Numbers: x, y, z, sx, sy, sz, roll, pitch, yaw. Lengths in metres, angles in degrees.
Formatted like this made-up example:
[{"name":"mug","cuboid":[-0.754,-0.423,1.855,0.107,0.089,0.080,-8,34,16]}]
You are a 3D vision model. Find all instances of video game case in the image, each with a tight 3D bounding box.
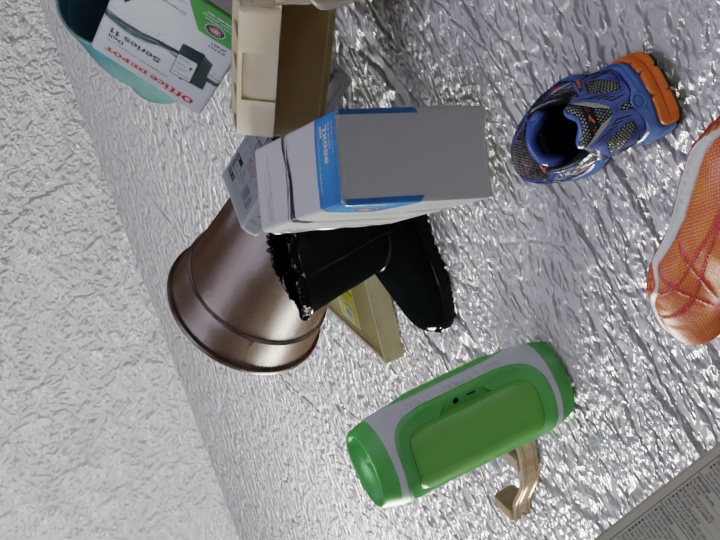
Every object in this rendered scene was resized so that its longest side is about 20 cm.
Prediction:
[{"name":"video game case","cuboid":[-0.080,-0.144,1.428,0.023,0.183,0.200,28,-169,-19]}]

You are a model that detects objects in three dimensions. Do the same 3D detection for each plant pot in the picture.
[{"name":"plant pot","cuboid":[-0.099,-0.016,1.600,0.201,0.199,0.199,59,138,23]},{"name":"plant pot","cuboid":[-0.271,-0.323,1.806,0.201,0.199,0.188,58,176,28]}]

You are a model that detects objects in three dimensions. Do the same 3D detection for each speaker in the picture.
[{"name":"speaker","cuboid":[0.090,0.137,1.236,0.089,0.199,0.089,55,160,32]}]

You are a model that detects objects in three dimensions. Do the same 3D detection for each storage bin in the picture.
[{"name":"storage bin","cuboid":[-0.064,-0.252,1.240,0.200,0.093,0.200,101,174,-61]}]

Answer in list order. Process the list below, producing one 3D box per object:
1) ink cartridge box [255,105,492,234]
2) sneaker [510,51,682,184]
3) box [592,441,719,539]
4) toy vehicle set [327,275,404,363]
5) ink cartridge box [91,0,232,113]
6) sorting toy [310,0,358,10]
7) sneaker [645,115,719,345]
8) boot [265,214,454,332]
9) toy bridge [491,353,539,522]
[{"name":"ink cartridge box","cuboid":[0.005,-0.088,1.238,0.200,0.143,0.085,168,97,-65]},{"name":"sneaker","cuboid":[0.144,-0.101,0.973,0.076,0.078,0.200,66,163,4]},{"name":"box","cuboid":[0.214,0.205,0.925,0.095,0.199,0.078,57,-173,34]},{"name":"toy vehicle set","cuboid":[-0.013,0.019,1.701,0.200,0.026,0.125,40,148,57]},{"name":"ink cartridge box","cuboid":[-0.186,-0.269,1.443,0.146,0.084,0.200,31,153,-9]},{"name":"sorting toy","cuboid":[0.004,-0.342,1.075,0.200,0.106,0.181,114,142,-56]},{"name":"sneaker","cuboid":[0.228,-0.009,0.853,0.077,0.073,0.201,45,157,29]},{"name":"boot","cuboid":[0.001,0.001,1.395,0.073,0.162,0.200,19,131,57]},{"name":"toy bridge","cuboid":[0.153,0.177,1.395,0.067,0.027,0.201,42,150,50]}]
